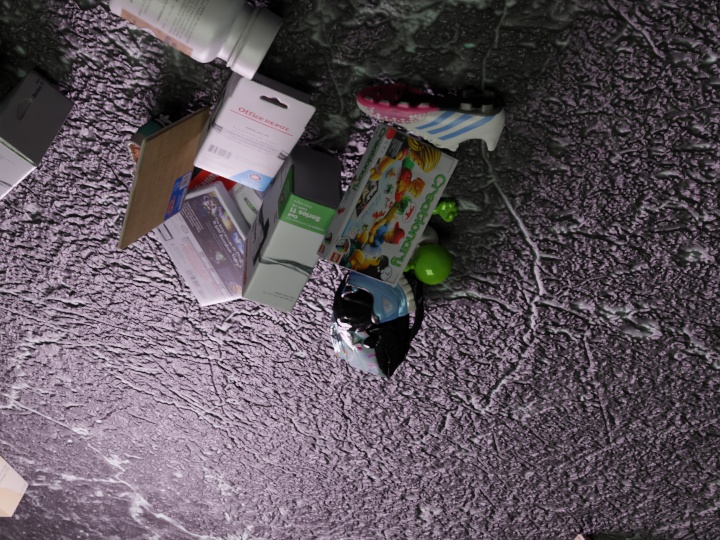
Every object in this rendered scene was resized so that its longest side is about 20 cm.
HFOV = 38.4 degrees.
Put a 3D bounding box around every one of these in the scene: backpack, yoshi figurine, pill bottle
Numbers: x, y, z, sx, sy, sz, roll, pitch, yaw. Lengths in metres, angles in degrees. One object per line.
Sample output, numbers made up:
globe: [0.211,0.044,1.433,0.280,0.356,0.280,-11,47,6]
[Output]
backpack: [0.021,0.080,1.679,0.126,0.167,0.200,24,149,23]
yoshi figurine: [0.088,-0.054,1.521,0.112,0.112,0.200,-6,138,18]
pill bottle: [-0.205,-0.331,1.313,0.200,0.115,0.114,29,140,-11]

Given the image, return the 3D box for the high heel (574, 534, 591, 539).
high heel: [0.500,0.602,2.122,0.142,0.072,0.200,20,157,9]

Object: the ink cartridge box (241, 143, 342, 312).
ink cartridge box: [-0.102,-0.061,1.507,0.083,0.147,0.200,18,123,-17]

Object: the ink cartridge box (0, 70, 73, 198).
ink cartridge box: [-0.539,-0.191,1.572,0.083,0.147,0.200,38,138,-25]

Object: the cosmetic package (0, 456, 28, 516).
cosmetic package: [-0.936,0.523,2.599,0.071,0.105,0.200,-4,137,26]

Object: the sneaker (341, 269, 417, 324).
sneaker: [0.000,0.000,1.568,0.200,0.090,0.078,51,168,33]

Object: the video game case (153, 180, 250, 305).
video game case: [-0.242,-0.039,1.670,0.181,0.023,0.200,-12,117,39]

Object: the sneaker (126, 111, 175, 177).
sneaker: [-0.303,-0.173,1.573,0.071,0.080,0.200,38,161,3]

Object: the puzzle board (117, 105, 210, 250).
puzzle board: [-0.291,-0.138,1.514,0.017,0.151,0.200,33,128,11]

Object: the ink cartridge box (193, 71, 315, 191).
ink cartridge box: [-0.146,-0.209,1.453,0.116,0.068,0.200,20,142,-18]

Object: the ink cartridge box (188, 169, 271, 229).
ink cartridge box: [-0.207,-0.099,1.634,0.200,0.050,0.161,34,138,-20]

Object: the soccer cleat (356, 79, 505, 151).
soccer cleat: [0.092,-0.198,1.375,0.199,0.070,0.087,8,130,12]

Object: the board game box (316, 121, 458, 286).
board game box: [0.037,-0.088,1.417,0.126,0.035,0.200,20,101,-33]
